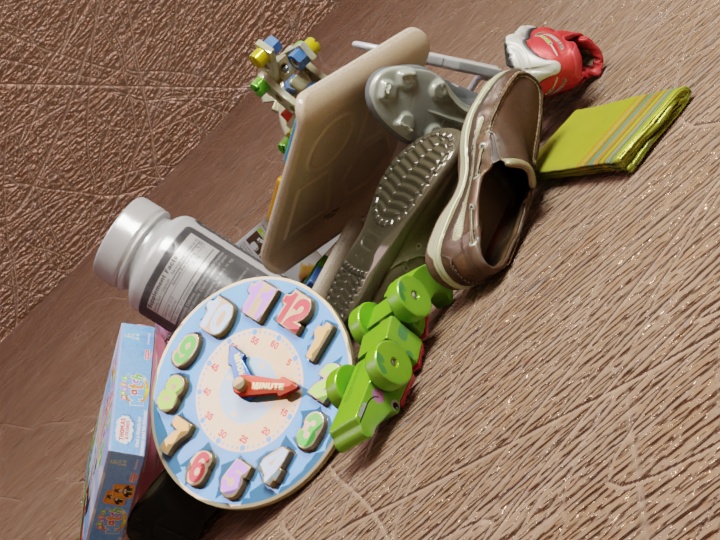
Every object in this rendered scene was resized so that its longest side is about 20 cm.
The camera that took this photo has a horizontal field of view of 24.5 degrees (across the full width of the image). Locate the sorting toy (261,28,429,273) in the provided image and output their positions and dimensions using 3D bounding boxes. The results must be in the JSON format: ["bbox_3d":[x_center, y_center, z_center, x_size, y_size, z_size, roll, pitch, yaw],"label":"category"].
[{"bbox_3d":[-0.019,-0.113,1.529,0.185,0.036,0.201,-36,-28,-40],"label":"sorting toy"}]

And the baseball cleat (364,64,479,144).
[{"bbox_3d":[0.065,-0.141,1.504,0.106,0.199,0.070,19,92,52],"label":"baseball cleat"}]

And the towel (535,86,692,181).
[{"bbox_3d":[0.198,-0.108,1.359,0.086,0.018,0.200,-47,12,-12],"label":"towel"}]

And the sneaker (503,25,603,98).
[{"bbox_3d":[0.185,-0.191,1.549,0.084,0.077,0.200,-5,12,12],"label":"sneaker"}]

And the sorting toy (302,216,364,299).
[{"bbox_3d":[-0.068,0.063,1.537,0.200,0.036,0.185,-59,3,40],"label":"sorting toy"}]

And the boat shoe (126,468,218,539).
[{"bbox_3d":[-0.132,0.170,1.470,0.200,0.076,0.074,-42,11,19],"label":"boat shoe"}]

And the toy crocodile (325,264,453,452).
[{"bbox_3d":[0.023,0.067,1.325,0.067,0.062,0.200,-36,22,38],"label":"toy crocodile"}]

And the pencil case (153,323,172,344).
[{"bbox_3d":[-0.191,0.087,1.880,0.087,0.087,0.200,-48,12,-3],"label":"pencil case"}]

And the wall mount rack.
[{"bbox_3d":[0.071,-0.183,1.691,0.174,0.199,0.075,-153,74,-70],"label":"wall mount rack"}]

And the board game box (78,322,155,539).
[{"bbox_3d":[-0.222,0.170,1.499,0.152,0.036,0.201,-93,18,-47],"label":"board game box"}]

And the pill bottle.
[{"bbox_3d":[-0.165,0.016,1.697,0.113,0.199,0.113,-56,-7,-11],"label":"pill bottle"}]

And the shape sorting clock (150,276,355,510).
[{"bbox_3d":[-0.094,0.100,1.388,0.199,0.039,0.201,-11,63,24],"label":"shape sorting clock"}]

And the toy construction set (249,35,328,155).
[{"bbox_3d":[-0.066,-0.175,1.730,0.092,0.131,0.200,-46,3,-5],"label":"toy construction set"}]

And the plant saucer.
[{"bbox_3d":[-0.219,0.157,1.681,0.200,0.051,0.202,-171,90,-76],"label":"plant saucer"}]

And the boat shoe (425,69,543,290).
[{"bbox_3d":[0.121,-0.078,1.368,0.075,0.075,0.203,-14,55,56],"label":"boat shoe"}]

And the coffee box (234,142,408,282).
[{"bbox_3d":[-0.034,-0.060,1.761,0.200,0.080,0.114,-39,0,33],"label":"coffee box"}]

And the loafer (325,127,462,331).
[{"bbox_3d":[0.042,-0.031,1.438,0.200,0.067,0.076,-57,33,9],"label":"loafer"}]
